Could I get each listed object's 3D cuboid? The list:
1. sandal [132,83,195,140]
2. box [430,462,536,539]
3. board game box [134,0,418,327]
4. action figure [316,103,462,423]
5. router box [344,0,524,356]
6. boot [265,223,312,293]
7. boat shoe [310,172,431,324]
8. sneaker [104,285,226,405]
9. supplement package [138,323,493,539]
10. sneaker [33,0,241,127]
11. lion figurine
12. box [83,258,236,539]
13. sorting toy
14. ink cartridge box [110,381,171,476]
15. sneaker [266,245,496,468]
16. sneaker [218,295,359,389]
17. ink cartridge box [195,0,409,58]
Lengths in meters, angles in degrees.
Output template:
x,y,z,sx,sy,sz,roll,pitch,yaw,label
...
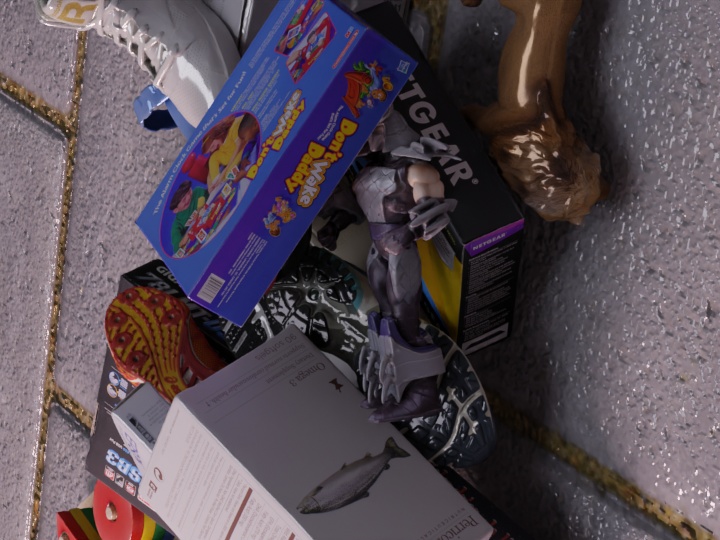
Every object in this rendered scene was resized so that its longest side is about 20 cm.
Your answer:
x,y,z,sx,sy,sz,roll,pitch,yaw,label
-0.100,-0.124,1.630,0.199,0.079,0.088,28,105,40,sandal
0.057,0.208,1.514,0.200,0.038,0.137,39,135,23,box
-0.058,-0.080,1.414,0.201,0.045,0.135,-56,29,7,board game box
0.020,-0.010,1.396,0.130,0.069,0.202,-168,73,-69,action figure
0.041,-0.061,1.496,0.201,0.051,0.150,60,164,29,router box
-0.091,-0.027,1.532,0.200,0.072,0.145,-39,33,47,boot
0.000,0.000,1.605,0.201,0.071,0.060,59,180,15,boat shoe
-0.128,0.090,1.654,0.200,0.073,0.077,48,166,30,sneaker
-0.032,0.158,1.455,0.200,0.117,0.118,44,138,17,supplement package
-0.162,-0.164,1.511,0.201,0.115,0.074,57,134,29,sneaker
0.113,-0.135,1.414,0.122,0.072,0.202,-149,52,-64,lion figurine
-0.123,0.124,1.743,0.199,0.050,0.200,32,128,27,box
-0.197,0.266,1.907,0.200,0.069,0.200,-43,61,48,sorting toy
-0.093,0.191,1.616,0.200,0.041,0.200,43,166,19,ink cartridge box
0.029,0.055,1.508,0.200,0.086,0.078,46,104,23,sneaker
-0.034,0.062,1.620,0.201,0.080,0.074,57,138,12,sneaker
-0.080,-0.209,1.611,0.200,0.147,0.086,39,125,45,ink cartridge box
